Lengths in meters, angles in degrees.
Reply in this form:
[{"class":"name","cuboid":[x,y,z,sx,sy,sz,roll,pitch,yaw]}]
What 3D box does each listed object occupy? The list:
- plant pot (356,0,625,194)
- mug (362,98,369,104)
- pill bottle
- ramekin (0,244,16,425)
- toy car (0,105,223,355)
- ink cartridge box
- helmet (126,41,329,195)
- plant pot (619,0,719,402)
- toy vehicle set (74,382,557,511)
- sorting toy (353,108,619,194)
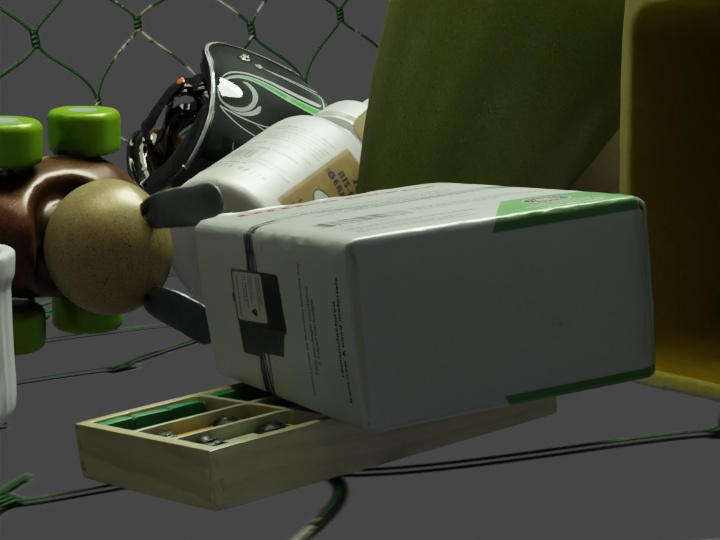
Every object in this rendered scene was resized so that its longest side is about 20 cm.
[{"class":"plant pot","cuboid":[0.079,-0.107,1.102,0.186,0.201,0.187,25,12,-6]},{"class":"mug","cuboid":[0.107,-0.108,1.625,0.175,0.200,0.148,-26,29,54]},{"class":"pill bottle","cuboid":[-0.050,-0.054,1.340,0.114,0.115,0.200,-2,23,34]},{"class":"ramekin","cuboid":[-0.287,0.048,0.982,0.198,0.099,0.200,-7,7,1]},{"class":"toy car","cuboid":[-0.170,-0.021,1.238,0.199,0.166,0.157,10,15,35]},{"class":"ink cartridge box","cuboid":[0.023,0.010,0.822,0.145,0.084,0.200,-9,8,-22]},{"class":"helmet","cuboid":[-0.106,-0.105,1.677,0.190,0.202,0.199,25,-12,-33]},{"class":"plant pot","cuboid":[0.256,-0.040,0.834,0.198,0.198,0.194,-2,5,-22]},{"class":"toy vehicle set","cuboid":[-0.020,0.070,0.836,0.199,0.027,0.124,-12,8,-37]},{"class":"sorting toy","cuboid":[0.124,-0.088,1.206,0.200,0.199,0.070,-39,-39,10]}]
